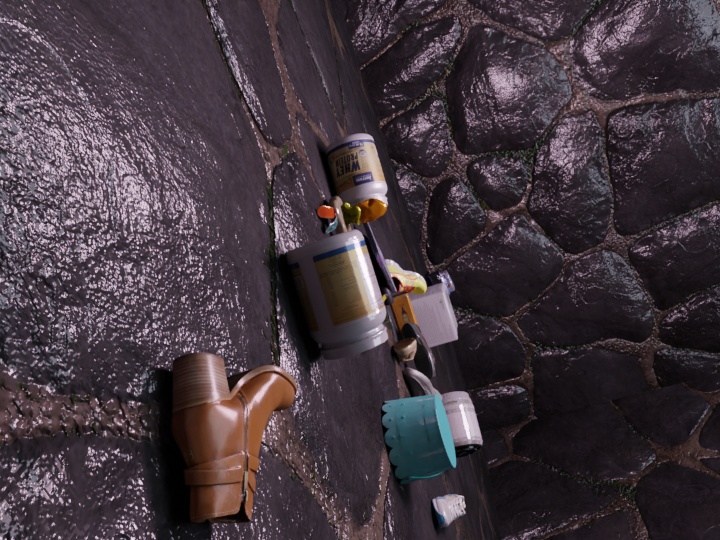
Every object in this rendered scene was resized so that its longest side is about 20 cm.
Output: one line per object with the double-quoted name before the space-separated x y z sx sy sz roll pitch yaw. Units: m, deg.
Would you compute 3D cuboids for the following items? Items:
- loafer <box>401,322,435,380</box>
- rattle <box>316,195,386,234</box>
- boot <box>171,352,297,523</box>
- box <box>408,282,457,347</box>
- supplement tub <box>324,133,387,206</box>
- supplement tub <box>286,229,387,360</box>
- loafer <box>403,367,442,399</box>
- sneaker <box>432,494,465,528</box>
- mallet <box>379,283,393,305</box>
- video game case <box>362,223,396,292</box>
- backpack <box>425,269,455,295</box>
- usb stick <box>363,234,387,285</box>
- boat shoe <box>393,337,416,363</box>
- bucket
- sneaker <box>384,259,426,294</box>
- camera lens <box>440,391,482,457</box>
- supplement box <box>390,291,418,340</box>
"loafer" 0.204 0.259 1.944 0.062 0.072 0.202 0 59 -46
"rattle" -0.016 -0.136 1.462 0.200 0.141 0.132 51 40 -76
"boot" -0.124 0.180 0.623 0.200 0.073 0.156 29 43 -58
"box" 0.276 0.178 2.339 0.199 0.169 0.202 -49 122 -77
"supplement tub" -0.008 -0.259 1.651 0.144 0.143 0.202 12 61 -77
"supplement tub" -0.038 0.042 1.055 0.145 0.143 0.202 -33 106 -79
"loafer" 0.194 0.383 1.896 0.200 0.070 0.070 50 63 -30
"sneaker" 0.258 0.688 1.726 0.200 0.080 0.077 26 50 -74
"mallet" 0.059 0.084 1.766 0.200 0.041 0.067 -29 102 -75
"video game case" 0.058 -0.043 1.812 0.201 0.019 0.144 64 5 -49
"backpack" 0.483 0.084 3.598 0.191 0.152 0.202 61 10 -87
"usb stick" 0.041 -0.023 1.833 0.056 0.032 0.201 -96 165 -50
"boat shoe" 0.144 0.250 1.845 0.200 0.071 0.066 27 48 -84
"bucket" 0.145 0.403 1.447 0.207 0.133 0.210 -16 90 -78
"sneaker" 0.139 0.044 1.995 0.199 0.078 0.091 25 44 -24
"camera lens" 0.340 0.552 2.124 0.160 0.158 0.202 55 21 -58
"supplement box" 0.160 0.178 2.040 0.069 0.066 0.202 -66 139 -74
